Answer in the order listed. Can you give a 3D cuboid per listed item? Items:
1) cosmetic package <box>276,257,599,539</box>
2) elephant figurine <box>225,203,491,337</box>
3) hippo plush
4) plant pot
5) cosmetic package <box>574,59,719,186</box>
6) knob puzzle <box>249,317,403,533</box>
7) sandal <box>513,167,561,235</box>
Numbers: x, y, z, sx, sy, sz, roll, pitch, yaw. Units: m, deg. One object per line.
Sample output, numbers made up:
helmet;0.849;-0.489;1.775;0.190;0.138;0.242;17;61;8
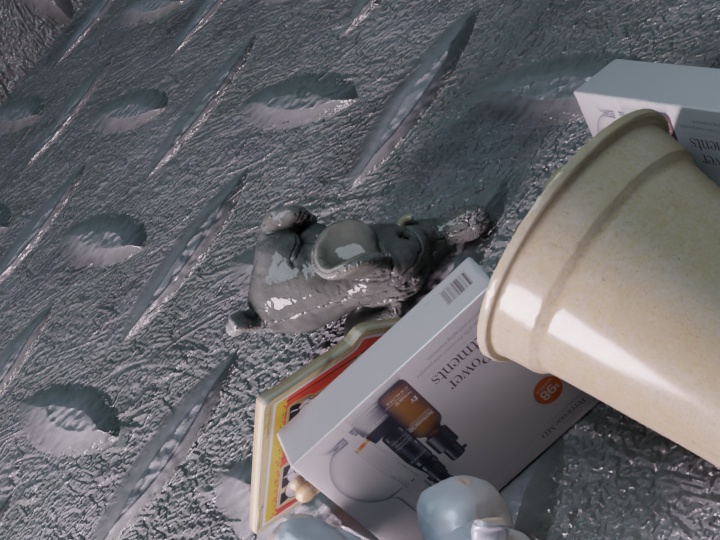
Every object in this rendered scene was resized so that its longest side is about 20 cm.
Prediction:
cosmetic package;0.061;0.110;1.016;0.200;0.151;0.052;-43;32;6
elephant figurine;0.000;0.000;1.266;0.200;0.141;0.155;4;84;35
hippo plush;0.036;0.212;0.915;0.161;0.159;0.200;-40;30;11
plant pot;0.210;0.027;0.874;0.183;0.200;0.200;37;82;24
cosmetic package;0.258;-0.070;0.971;0.052;0.151;0.200;-39;27;-17
knob puzzle;-0.003;0.118;1.094;0.030;0.220;0.220;40;85;28
sandal;0.158;-0.014;1.123;0.080;0.057;0.201;-13;43;43
